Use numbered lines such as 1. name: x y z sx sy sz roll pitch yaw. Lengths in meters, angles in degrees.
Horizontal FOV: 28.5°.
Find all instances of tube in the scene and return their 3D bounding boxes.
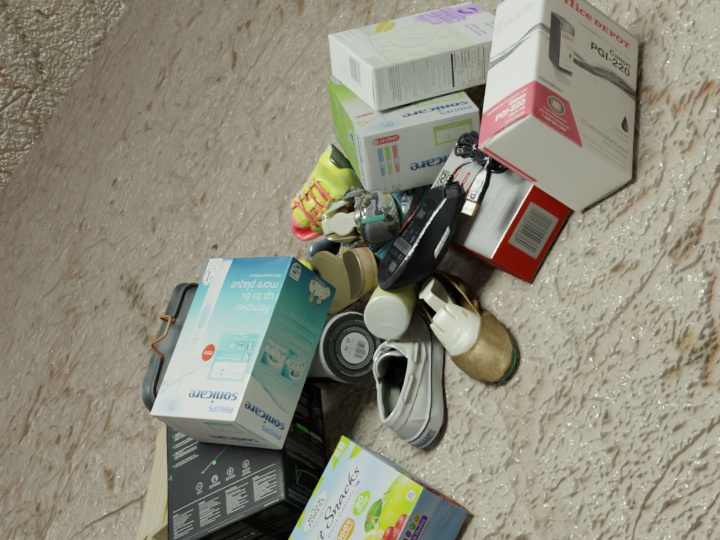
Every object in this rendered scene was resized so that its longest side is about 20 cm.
1. tube: 0.042 0.021 1.615 0.200 0.058 0.052 -61 -33 -69

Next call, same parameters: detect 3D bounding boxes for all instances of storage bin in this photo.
1. storage bin: -0.196 0.104 1.915 0.134 0.145 0.201 -16 49 41

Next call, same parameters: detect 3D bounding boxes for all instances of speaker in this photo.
1. speaker: -0.045 0.093 1.679 0.200 0.081 0.082 -10 54 66

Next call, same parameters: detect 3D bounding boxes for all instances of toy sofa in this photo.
1. toy sofa: -0.218 0.274 1.825 0.098 0.083 0.201 -42 31 41

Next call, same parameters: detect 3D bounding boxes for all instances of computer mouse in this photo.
1. computer mouse: 0.096 -0.052 1.502 0.201 0.046 0.140 -58 17 -1

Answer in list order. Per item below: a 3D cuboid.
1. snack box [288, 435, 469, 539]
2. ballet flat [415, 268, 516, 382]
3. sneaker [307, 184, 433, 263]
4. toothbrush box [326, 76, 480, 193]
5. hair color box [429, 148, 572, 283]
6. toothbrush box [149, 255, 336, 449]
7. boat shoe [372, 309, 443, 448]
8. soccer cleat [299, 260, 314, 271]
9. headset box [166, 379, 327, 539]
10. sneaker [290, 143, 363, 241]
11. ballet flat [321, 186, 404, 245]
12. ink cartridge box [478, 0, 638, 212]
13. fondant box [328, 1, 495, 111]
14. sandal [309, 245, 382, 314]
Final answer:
1. snack box: 0.005 0.278 1.442 0.169 0.067 0.200 -63 24 -4
2. ballet flat: 0.100 0.050 1.500 0.068 0.072 0.200 -49 28 13
3. sneaker: 0.009 -0.062 1.750 0.200 0.095 0.079 -52 27 15
4. toothbrush box: 0.052 -0.179 1.726 0.145 0.087 0.200 -13 31 -7
5. hair color box: 0.142 -0.064 1.555 0.102 0.061 0.200 -60 27 1
6. toothbrush box: -0.131 0.091 1.593 0.146 0.085 0.201 0 63 44
7. boat shoe: 0.048 0.103 1.543 0.074 0.065 0.200 -47 27 24
8. soccer cleat: -0.128 0.025 1.770 0.200 0.083 0.065 -22 45 55
9. headset box: -0.133 0.222 1.637 0.174 0.093 0.201 -28 48 24
10. sneaker: -0.048 -0.089 1.822 0.090 0.078 0.200 -37 -14 -19
11. ballet flat: -0.009 -0.060 1.624 0.072 0.072 0.200 -63 12 -7
12. ink cartridge box: 0.209 -0.186 1.465 0.085 0.145 0.201 -34 37 44
13. fondant box: 0.078 -0.263 1.721 0.144 0.199 0.059 -133 33 -56
14. sandal: 0.001 0.006 1.673 0.212 0.069 0.078 162 97 -72
